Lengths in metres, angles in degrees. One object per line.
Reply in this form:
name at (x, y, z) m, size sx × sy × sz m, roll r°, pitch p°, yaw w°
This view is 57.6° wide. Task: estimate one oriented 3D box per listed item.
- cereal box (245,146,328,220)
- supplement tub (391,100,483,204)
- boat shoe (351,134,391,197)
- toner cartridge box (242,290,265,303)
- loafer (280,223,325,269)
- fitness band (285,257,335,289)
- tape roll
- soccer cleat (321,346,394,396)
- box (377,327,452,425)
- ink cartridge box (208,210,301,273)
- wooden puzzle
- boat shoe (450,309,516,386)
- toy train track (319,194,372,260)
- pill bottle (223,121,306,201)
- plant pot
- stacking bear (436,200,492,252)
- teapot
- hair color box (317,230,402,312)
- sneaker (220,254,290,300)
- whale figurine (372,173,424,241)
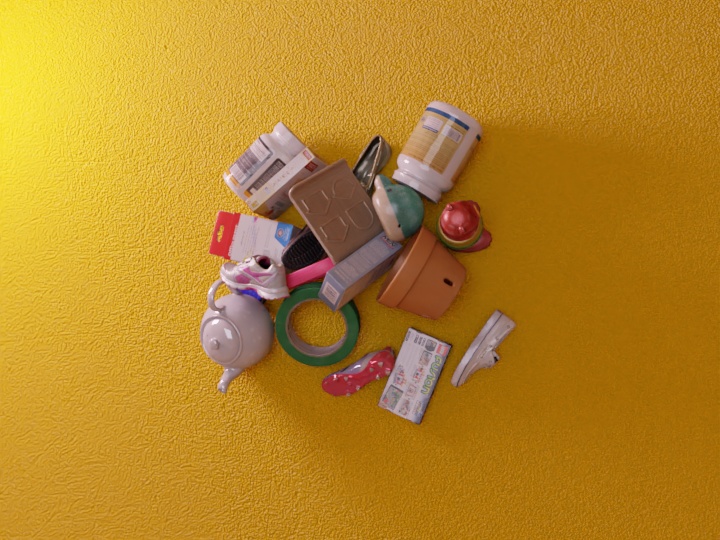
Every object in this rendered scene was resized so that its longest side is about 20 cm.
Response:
cereal box at (-0.170, -0.206, 1.582) m, size 0.200 × 0.144 × 0.040 m, roll -39°, pitch 78°, yaw 9°
supplement tub at (0.174, -0.269, 1.499) m, size 0.145 × 0.145 × 0.200 m, roll 31°, pitch 94°, yaw 14°
boat shoe at (0.005, -0.230, 1.569) m, size 0.073 × 0.063 × 0.201 m, roll 32°, pitch 88°, yaw 24°
toner cartridge box at (-0.237, -0.015, 1.637) m, size 0.095 × 0.043 × 0.200 m, roll 35°, pitch 95°, yaw 13°
loafer at (-0.109, -0.077, 1.545) m, size 0.200 × 0.071 × 0.073 m, roll -41°, pitch 114°, yaw -16°
fitness band at (-0.108, 0.002, 1.547) m, size 0.200 × 0.144 × 0.037 m, roll -23°, pitch 88°, yaw 22°
tape roll at (-0.101, 0.128, 1.554) m, size 0.200 × 0.048 × 0.201 m, roll 2°, pitch 107°, yaw 5°
soccer cleat at (-0.003, 0.241, 1.558) m, size 0.200 × 0.077 × 0.067 m, roll -27°, pitch 110°, yaw 26°
box at (0.128, 0.246, 1.532) m, size 0.110 × 0.035 × 0.200 m, roll 23°, pitch 92°, yaw 14°
ink cartridge box at (-0.255, -0.070, 1.588) m, size 0.200 × 0.067 × 0.116 m, roll 13°, pitch 89°, yaw 15°
wooden puzzle at (-0.053, -0.132, 1.494) m, size 0.046 × 0.185 × 0.200 m, roll -22°, pitch 101°, yaw 54°
boat shoe at (0.282, 0.189, 1.484) m, size 0.070 × 0.071 × 0.200 m, roll 34°, pitch 88°, yaw 16°
toy train track at (-0.033, -0.100, 1.589) m, size 0.115 × 0.033 × 0.200 m, roll 40°, pitch 84°, yaw 26°
pill bottle at (-0.232, -0.263, 1.616) m, size 0.200 × 0.116 × 0.116 m, roll -44°, pitch 78°, yaw 7°
plant pot at (0.144, 0.019, 1.476) m, size 0.140 × 0.200 × 0.200 m, roll 31°, pitch 94°, yaw -3°
stacking bear at (0.222, -0.103, 1.445) m, size 0.114 × 0.200 × 0.122 m, roll -22°, pitch 81°, yaw 9°
teapot at (-0.313, 0.151, 1.570) m, size 0.200 × 0.146 × 0.197 m, roll 47°, pitch 115°, yaw 10°
hair color box at (0.000, 0.000, 1.493) m, size 0.061 × 0.099 × 0.200 m, roll 44°, pitch 54°, yaw 13°
sneaker at (-0.240, 0.003, 1.508) m, size 0.200 × 0.081 × 0.088 m, roll 14°, pitch 103°, yaw 30°
whale figurine at (0.085, -0.156, 1.494) m, size 0.104 × 0.200 × 0.159 m, roll -22°, pitch 123°, yaw 7°
